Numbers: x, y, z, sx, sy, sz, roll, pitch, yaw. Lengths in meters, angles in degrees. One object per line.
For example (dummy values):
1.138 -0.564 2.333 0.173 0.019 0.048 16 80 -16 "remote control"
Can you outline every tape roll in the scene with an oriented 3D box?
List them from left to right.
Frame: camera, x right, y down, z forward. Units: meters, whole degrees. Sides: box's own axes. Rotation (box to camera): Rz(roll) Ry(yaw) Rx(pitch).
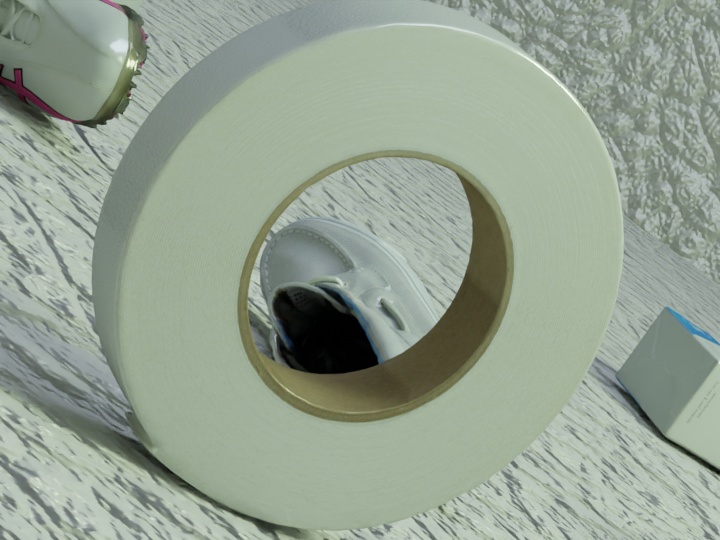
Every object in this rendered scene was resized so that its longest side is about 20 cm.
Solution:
0.000 0.000 0.923 0.202 0.203 0.037 29 10 -30 "tape roll"

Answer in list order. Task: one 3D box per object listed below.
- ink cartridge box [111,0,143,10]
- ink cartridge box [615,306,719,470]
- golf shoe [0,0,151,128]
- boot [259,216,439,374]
-0.170 -0.264 1.707 0.087 0.200 0.145 40 9 16 "ink cartridge box"
0.290 0.117 1.782 0.200 0.067 0.116 31 9 -21 "ink cartridge box"
-0.189 -0.132 1.375 0.092 0.073 0.200 16 8 -38 "golf shoe"
-0.010 0.021 1.173 0.096 0.074 0.200 35 7 -44 "boot"
